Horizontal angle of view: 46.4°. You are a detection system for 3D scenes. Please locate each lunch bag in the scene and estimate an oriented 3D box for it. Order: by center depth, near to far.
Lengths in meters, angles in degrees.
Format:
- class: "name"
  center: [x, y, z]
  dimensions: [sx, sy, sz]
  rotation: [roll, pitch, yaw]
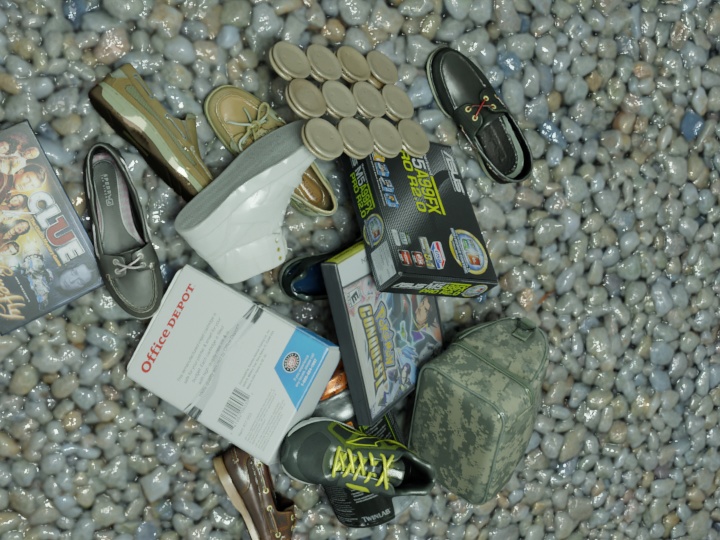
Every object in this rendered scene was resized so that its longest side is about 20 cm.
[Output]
- class: "lunch bag"
  center: [0.162, 0.172, 1.070]
  dimensions: [0.167, 0.139, 0.201]
  rotation: [-32, 140, -37]

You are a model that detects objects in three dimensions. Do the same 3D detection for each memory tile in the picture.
- class: "memory tile"
  center: [-0.010, -0.195, 0.970]
  dimensions: [0.199, 0.017, 0.154]
  rotation: [-9, 71, -45]

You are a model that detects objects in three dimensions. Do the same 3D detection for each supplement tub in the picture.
- class: "supplement tub"
  center: [-0.012, 0.209, 1.056]
  dimensions: [0.122, 0.122, 0.201]
  rotation: [-26, 106, -13]

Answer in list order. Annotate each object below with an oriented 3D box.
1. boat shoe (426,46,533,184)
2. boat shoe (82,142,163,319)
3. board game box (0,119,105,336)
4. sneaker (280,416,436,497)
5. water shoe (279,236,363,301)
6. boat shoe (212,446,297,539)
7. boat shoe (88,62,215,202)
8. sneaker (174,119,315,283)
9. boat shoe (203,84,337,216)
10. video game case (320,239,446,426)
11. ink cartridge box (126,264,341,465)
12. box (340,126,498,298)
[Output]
- class: "boat shoe"
  center: [0.158, -0.200, 1.081]
  dimensions: [0.073, 0.063, 0.202]
  rotation: [-37, 107, -8]
- class: "boat shoe"
  center: [-0.268, -0.045, 0.929]
  dimensions: [0.066, 0.057, 0.201]
  rotation: [-15, 84, -10]
- class: "board game box"
  center: [-0.384, -0.047, 0.932]
  dimensions: [0.135, 0.035, 0.201]
  rotation: [-28, 107, -13]
- class: "sneaker"
  center: [0.004, 0.211, 0.939]
  dimensions: [0.199, 0.084, 0.075]
  rotation: [16, 81, -37]
- class: "water shoe"
  center: [0.000, 0.000, 1.048]
  dimensions: [0.199, 0.079, 0.072]
  rotation: [-19, 105, -16]
- class: "boat shoe"
  center: [-0.115, 0.310, 1.063]
  dimensions: [0.070, 0.070, 0.201]
  rotation: [-24, 106, -9]
- class: "boat shoe"
  center: [-0.213, -0.150, 0.960]
  dimensions: [0.076, 0.072, 0.200]
  rotation: [-48, 110, -19]
- class: "sneaker"
  center: [-0.103, -0.074, 0.957]
  dimensions: [0.200, 0.074, 0.116]
  rotation: [-41, 129, -9]
- class: "boat shoe"
  center: [-0.100, -0.142, 0.999]
  dimensions: [0.200, 0.063, 0.073]
  rotation: [42, 85, -20]
- class: "video game case"
  center: [0.036, 0.054, 1.008]
  dimensions: [0.180, 0.025, 0.201]
  rotation: [-31, 115, -48]
- class: "ink cartridge box"
  center: [-0.142, 0.105, 0.965]
  dimensions: [0.199, 0.086, 0.147]
  rotation: [28, 90, 15]
- class: "box"
  center: [0.068, -0.068, 0.998]
  dimensions: [0.159, 0.044, 0.201]
  rotation: [5, 59, -38]
